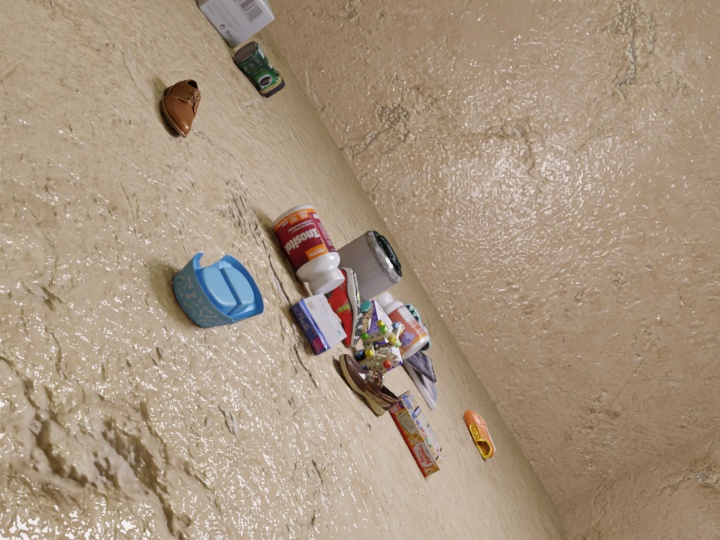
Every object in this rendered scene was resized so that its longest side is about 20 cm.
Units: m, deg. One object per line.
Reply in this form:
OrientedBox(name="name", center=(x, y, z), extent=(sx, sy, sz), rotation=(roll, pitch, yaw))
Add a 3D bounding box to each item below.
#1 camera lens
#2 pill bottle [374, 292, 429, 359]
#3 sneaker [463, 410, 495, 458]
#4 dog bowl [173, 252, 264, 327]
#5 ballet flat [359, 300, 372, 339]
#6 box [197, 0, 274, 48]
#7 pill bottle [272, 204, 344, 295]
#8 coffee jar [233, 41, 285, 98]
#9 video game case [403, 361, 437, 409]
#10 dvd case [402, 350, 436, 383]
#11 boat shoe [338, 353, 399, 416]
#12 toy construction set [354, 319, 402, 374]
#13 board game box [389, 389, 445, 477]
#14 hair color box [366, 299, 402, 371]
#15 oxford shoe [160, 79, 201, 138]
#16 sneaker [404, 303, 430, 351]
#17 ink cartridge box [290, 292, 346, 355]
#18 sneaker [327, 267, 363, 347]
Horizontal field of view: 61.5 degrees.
OrientedBox(name="camera lens", center=(0.000, 0.000, 1.626), extent=(0.160, 0.200, 0.160), rotation=(55, 11, -17))
OrientedBox(name="pill bottle", center=(0.115, 0.170, 1.902), extent=(0.200, 0.112, 0.112), rotation=(51, 8, 14))
OrientedBox(name="sneaker", center=(0.471, 0.644, 2.398), extent=(0.077, 0.073, 0.200), rotation=(18, 39, -59))
OrientedBox(name="dog bowl", center=(-0.219, 0.034, 0.938), extent=(0.112, 0.049, 0.200), rotation=(61, 10, 7))
OrientedBox(name="ballet flat", center=(0.001, 0.140, 1.649), extent=(0.200, 0.068, 0.073), rotation=(-67, 145, -77))
OrientedBox(name="box", center=(-0.452, -0.960, 2.172), extent=(0.199, 0.200, 0.172), rotation=(46, 19, -48))
OrientedBox(name="pill bottle", center=(-0.119, -0.046, 1.440), extent=(0.200, 0.113, 0.113), rotation=(61, 11, 12))
OrientedBox(name="coffee jar", center=(-0.362, -0.723, 2.198), extent=(0.200, 0.104, 0.086), rotation=(47, 19, -51))
OrientedBox(name="video game case", center=(0.202, 0.357, 2.063), extent=(0.200, 0.023, 0.182), rotation=(59, 11, -2))
OrientedBox(name="dvd case", center=(0.167, 0.277, 2.001), extent=(0.200, 0.016, 0.149), rotation=(40, 16, -15))
OrientedBox(name="boat shoe", center=(0.023, 0.252, 1.390), extent=(0.200, 0.072, 0.072), rotation=(54, 12, -27))
OrientedBox(name="toy construction set", center=(0.050, 0.204, 1.487), extent=(0.092, 0.131, 0.200), rotation=(55, 11, -16))
OrientedBox(name="board game box", center=(0.149, 0.420, 1.583), extent=(0.200, 0.046, 0.151), rotation=(61, 10, 10))
OrientedBox(name="hair color box", center=(0.055, 0.186, 1.745), extent=(0.109, 0.065, 0.200), rotation=(53, 14, -27))
OrientedBox(name="oxford shoe", center=(-0.364, -0.344, 1.250), extent=(0.071, 0.071, 0.200), rotation=(51, 15, -43))
OrientedBox(name="sneaker", center=(0.216, 0.216, 2.398), extent=(0.140, 0.078, 0.201), rotation=(-51, 120, -80))
OrientedBox(name="ink cartridge box", center=(-0.092, 0.116, 1.325), extent=(0.120, 0.042, 0.200), rotation=(60, 8, 3))
OrientedBox(name="sneaker", center=(-0.042, 0.094, 1.524), extent=(0.077, 0.085, 0.201), rotation=(38, 46, -76))
